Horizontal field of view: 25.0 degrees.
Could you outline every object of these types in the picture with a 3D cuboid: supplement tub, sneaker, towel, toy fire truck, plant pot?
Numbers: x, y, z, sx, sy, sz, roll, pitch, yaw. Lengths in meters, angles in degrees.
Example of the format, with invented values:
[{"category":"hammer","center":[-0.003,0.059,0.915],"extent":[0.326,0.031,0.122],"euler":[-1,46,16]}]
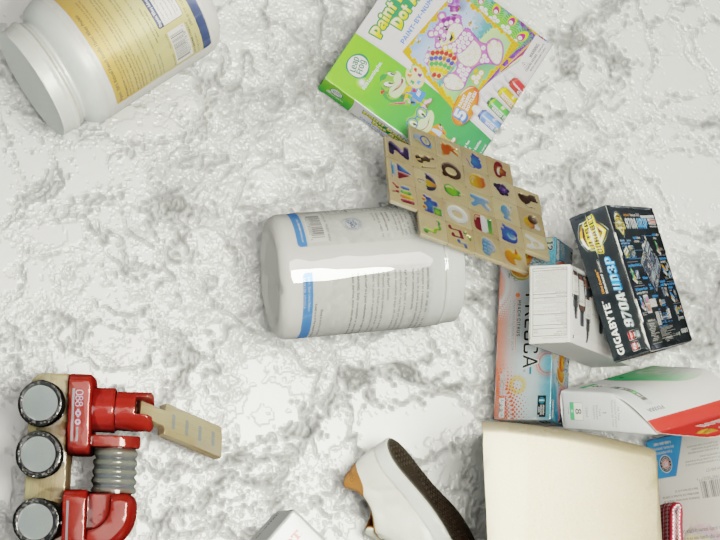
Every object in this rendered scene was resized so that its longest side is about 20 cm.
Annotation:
[{"category":"supplement tub","center":[-0.261,-0.245,1.689],"extent":[0.199,0.144,0.145],"euler":[-35,89,-17]},{"category":"sneaker","center":[0.057,0.275,1.726],"extent":[0.084,0.073,0.201],"euler":[-34,99,18]},{"category":"supplement tub","center":[0.000,0.000,1.716],"extent":[0.197,0.132,0.134],"euler":[-4,81,-14]},{"category":"towel","center":[0.319,0.320,1.704],"extent":[0.022,0.200,0.147],"euler":[1,79,1]},{"category":"toy fire truck","center":[-0.241,0.198,1.641],"extent":[0.197,0.129,0.179],"euler":[1,80,-3]},{"category":"plant pot","center":[0.216,0.257,1.663],"extent":[0.174,0.200,0.203],"euler":[-4,80,4]}]

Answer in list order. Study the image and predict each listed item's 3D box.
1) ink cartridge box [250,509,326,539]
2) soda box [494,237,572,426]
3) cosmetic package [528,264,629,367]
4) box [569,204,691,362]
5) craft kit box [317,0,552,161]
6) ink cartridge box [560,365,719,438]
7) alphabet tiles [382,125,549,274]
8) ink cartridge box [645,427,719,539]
[{"category":"ink cartridge box","center":[-0.054,0.366,1.663],"extent":[0.200,0.083,0.146],"euler":[44,74,-3]},{"category":"soda box","center":[0.190,0.067,1.772],"extent":[0.068,0.063,0.203],"euler":[-1,79,25]},{"category":"cosmetic package","center":[0.238,0.051,1.737],"extent":[0.050,0.199,0.084],"euler":[-2,80,27]},{"category":"box","center":[0.296,0.012,1.758],"extent":[0.046,0.200,0.161],"euler":[-19,84,23]},{"category":"craft kit box","center":[0.085,-0.230,1.824],"extent":[0.196,0.049,0.201],"euler":[34,74,-3]},{"category":"ink cartridge box","center":[0.336,0.137,1.713],"extent":[0.160,0.199,0.051],"euler":[-9,93,-40]},{"category":"alphabet tiles","center":[0.113,-0.076,1.725],"extent":[0.198,0.006,0.168],"euler":[19,41,-23]},{"category":"ink cartridge box","center":[0.423,0.264,1.752],"extent":[0.143,0.147,0.203],"euler":[-7,82,-27]}]
